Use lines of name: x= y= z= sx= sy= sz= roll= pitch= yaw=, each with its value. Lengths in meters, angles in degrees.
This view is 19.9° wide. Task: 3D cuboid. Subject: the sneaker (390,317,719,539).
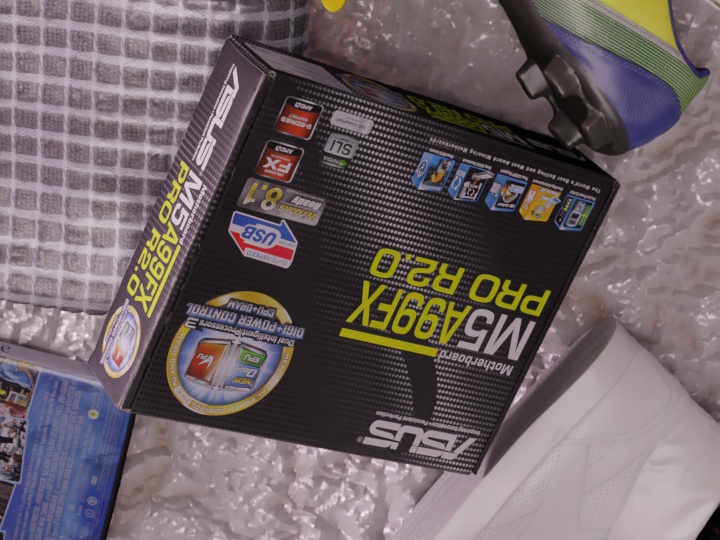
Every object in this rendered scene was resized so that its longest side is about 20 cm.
sneaker: x=0.096 y=0.131 z=1.005 sx=0.115 sy=0.074 sz=0.200 roll=40 pitch=109 yaw=-11

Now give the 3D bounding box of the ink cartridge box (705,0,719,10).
ink cartridge box: x=0.145 y=-0.201 z=0.780 sx=0.083 sy=0.200 sz=0.147 roll=37 pitch=112 yaw=-14

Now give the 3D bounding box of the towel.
towel: x=-0.125 y=-0.064 z=0.920 sx=0.199 sy=0.086 sz=0.166 roll=5 pitch=114 yaw=0

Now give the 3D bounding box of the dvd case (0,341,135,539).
dvd case: x=-0.220 y=0.093 z=1.033 sx=0.199 sy=0.018 sz=0.143 roll=14 pitch=115 yaw=-5

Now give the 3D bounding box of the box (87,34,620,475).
box: x=0.000 y=0.000 z=0.907 sx=0.199 sy=0.044 sz=0.161 roll=15 pitch=108 yaw=-35

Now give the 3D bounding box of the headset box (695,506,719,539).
headset box: x=0.214 y=0.195 z=1.027 sx=0.149 sy=0.075 sz=0.200 roll=42 pitch=110 yaw=-15

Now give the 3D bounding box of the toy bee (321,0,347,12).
toy bee: x=-0.032 y=-0.164 z=0.815 sx=0.109 sy=0.200 sz=0.131 roll=-33 pitch=81 yaw=39

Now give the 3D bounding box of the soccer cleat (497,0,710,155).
soccer cleat: x=0.086 y=-0.146 z=0.896 sx=0.084 sy=0.065 sz=0.201 roll=-34 pitch=107 yaw=-15
